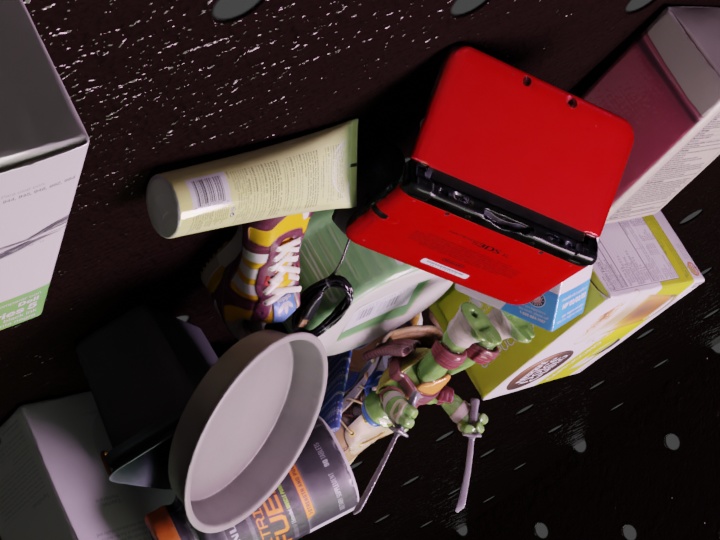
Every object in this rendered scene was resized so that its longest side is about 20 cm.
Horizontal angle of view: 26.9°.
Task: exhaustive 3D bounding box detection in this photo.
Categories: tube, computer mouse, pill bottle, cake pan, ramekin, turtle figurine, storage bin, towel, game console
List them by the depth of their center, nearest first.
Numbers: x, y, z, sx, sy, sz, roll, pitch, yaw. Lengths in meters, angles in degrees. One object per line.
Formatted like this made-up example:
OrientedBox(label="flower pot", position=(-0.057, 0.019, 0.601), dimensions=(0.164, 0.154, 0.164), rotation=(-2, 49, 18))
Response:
OrientedBox(label="tube", position=(-0.079, -0.069, 1.221), dimensions=(0.199, 0.052, 0.058), rotation=(-16, 158, -36))
OrientedBox(label="game console", position=(0.112, -0.076, 1.310), dimensions=(0.198, 0.120, 0.172), rotation=(21, 148, -23))
OrientedBox(label="computer mouse", position=(-0.014, -0.024, 1.344), dimensions=(0.034, 0.058, 0.202), rotation=(-61, 175, -72))
OrientedBox(label="cake pan", position=(-0.103, 0.139, 1.351), dimensions=(0.200, 0.037, 0.202), rotation=(-44, 149, -35))
OrientedBox(label="storage bin", position=(-0.193, 0.123, 1.447), dimensions=(0.145, 0.135, 0.200), rotation=(-31, 162, 7))
OrientedBox(label="ramekin", position=(0.000, 0.000, 1.468), dimensions=(0.199, 0.098, 0.200), rotation=(-26, 163, -9))
OrientedBox(label="pill bottle", position=(-0.109, 0.229, 1.472), dimensions=(0.199, 0.107, 0.106), rotation=(-25, 163, -14))
OrientedBox(label="turtle figurine", position=(0.090, 0.131, 1.475), dimensions=(0.143, 0.201, 0.194), rotation=(26, 124, -26))
OrientedBox(label="towel", position=(-0.035, 0.120, 1.649), dimensions=(0.024, 0.202, 0.145), rotation=(21, 141, -14))

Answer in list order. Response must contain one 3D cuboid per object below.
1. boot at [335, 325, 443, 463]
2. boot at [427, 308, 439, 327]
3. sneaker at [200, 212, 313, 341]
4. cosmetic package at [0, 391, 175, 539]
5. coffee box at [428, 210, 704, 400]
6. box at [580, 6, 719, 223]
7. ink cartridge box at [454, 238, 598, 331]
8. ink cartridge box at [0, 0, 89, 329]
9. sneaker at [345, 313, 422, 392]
OrientedBox(label="boot", position=(0.007, 0.147, 1.713), dimensions=(0.199, 0.073, 0.156), rotation=(-24, 153, -36))
OrientedBox(label="boot", position=(0.187, 0.004, 1.858), dimensions=(0.199, 0.077, 0.155), rotation=(-1, 144, -44))
OrientedBox(label="sneaker", position=(-0.076, -0.007, 1.341), dimensions=(0.074, 0.091, 0.200), rotation=(-18, 160, -31))
OrientedBox(label="cosmetic package", position=(-0.262, 0.238, 1.550), dimensions=(0.198, 0.201, 0.123), rotation=(-8, 154, -49))
OrientedBox(label="coffee box", position=(0.196, -0.010, 1.584), dimensions=(0.197, 0.201, 0.200), rotation=(-9, 153, -49))
OrientedBox(label="box", position=(0.295, -0.152, 1.475), dimensions=(0.127, 0.109, 0.200), rotation=(-10, 150, -49))
OrientedBox(label="ink cartridge box", position=(0.166, -0.061, 1.411), dimensions=(0.068, 0.114, 0.202), rotation=(-23, 129, -50))
OrientedBox(label="ink cartridge box", position=(-0.227, -0.066, 0.828), dimensions=(0.083, 0.146, 0.200), rotation=(-20, 161, -28))
OrientedBox(label="sneaker", position=(-0.008, 0.108, 1.808), dimensions=(0.199, 0.076, 0.088), rotation=(-30, 164, 5))
